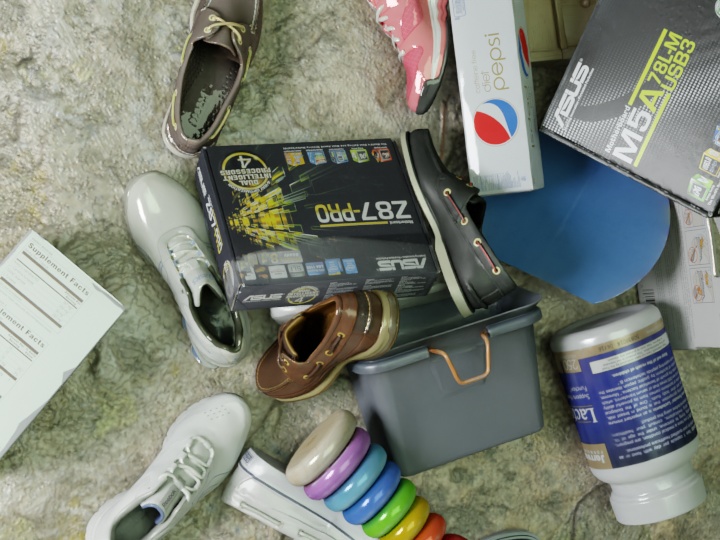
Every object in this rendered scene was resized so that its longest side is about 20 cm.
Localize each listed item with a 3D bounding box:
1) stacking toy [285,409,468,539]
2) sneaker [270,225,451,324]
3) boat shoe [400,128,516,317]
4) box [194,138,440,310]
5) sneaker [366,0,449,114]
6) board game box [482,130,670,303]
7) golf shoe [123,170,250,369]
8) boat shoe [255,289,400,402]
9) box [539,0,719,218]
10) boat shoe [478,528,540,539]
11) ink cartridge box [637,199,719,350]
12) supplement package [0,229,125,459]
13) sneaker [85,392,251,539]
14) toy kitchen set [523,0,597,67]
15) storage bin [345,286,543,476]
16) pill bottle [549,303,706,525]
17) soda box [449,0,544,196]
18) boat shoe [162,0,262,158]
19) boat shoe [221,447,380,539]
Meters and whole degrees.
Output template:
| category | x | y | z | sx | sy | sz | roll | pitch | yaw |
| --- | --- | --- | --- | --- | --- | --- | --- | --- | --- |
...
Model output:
| category | x | y | z | sx | sy | sz | roll | pitch | yaw |
| --- | --- | --- | --- | --- | --- | --- | --- | --- | --- |
| stacking toy | 0.028 | 0.223 | 1.319 | 0.200 | 0.085 | 0.085 | 44 | 77 | -7 |
| sneaker | 0.000 | 0.000 | 1.389 | 0.199 | 0.075 | 0.089 | -12 | 77 | -21 |
| boat shoe | 0.091 | -0.054 | 1.360 | 0.063 | 0.074 | 0.202 | -26 | 62 | 11 |
| box | -0.042 | -0.045 | 1.336 | 0.199 | 0.049 | 0.162 | -3 | 58 | -22 |
| sneaker | 0.044 | -0.253 | 1.415 | 0.086 | 0.074 | 0.202 | 2 | 84 | -1 |
| board game box | 0.210 | -0.051 | 1.439 | 0.199 | 0.039 | 0.158 | 26 | 71 | 18 |
| golf shoe | -0.152 | -0.005 | 1.322 | 0.078 | 0.097 | 0.201 | -29 | 94 | -14 |
| boat shoe | -0.045 | 0.064 | 1.301 | 0.067 | 0.200 | 0.072 | 12 | 61 | -32 |
| box | 0.291 | -0.179 | 1.330 | 0.193 | 0.047 | 0.201 | 32 | 107 | 23 |
| boat shoe | 0.104 | 0.321 | 1.395 | 0.199 | 0.071 | 0.072 | -28 | 95 | -16 |
| ink cartridge box | 0.333 | -0.022 | 1.423 | 0.044 | 0.176 | 0.201 | -7 | 90 | -21 |
| supplement package | -0.315 | 0.077 | 1.260 | 0.109 | 0.114 | 0.200 | 41 | 78 | -9 |
| sneaker | -0.168 | 0.196 | 1.313 | 0.074 | 0.087 | 0.200 | 41 | 76 | -9 |
| toy kitchen set | 0.248 | -0.302 | 1.410 | 0.199 | 0.180 | 0.164 | -8 | 89 | -16 |
| storage bin | 0.087 | 0.108 | 1.373 | 0.199 | 0.145 | 0.135 | -17 | 103 | -16 |
| pill bottle | 0.272 | 0.144 | 1.429 | 0.115 | 0.116 | 0.201 | -19 | 92 | -16 |
| soda box | 0.133 | -0.175 | 1.395 | 0.063 | 0.068 | 0.201 | -5 | 93 | 18 |
| boat shoe | -0.135 | -0.205 | 1.354 | 0.071 | 0.059 | 0.201 | 20 | 82 | -14 |
| boat shoe | -0.041 | 0.248 | 1.358 | 0.200 | 0.072 | 0.066 | 35 | 89 | -15 |
